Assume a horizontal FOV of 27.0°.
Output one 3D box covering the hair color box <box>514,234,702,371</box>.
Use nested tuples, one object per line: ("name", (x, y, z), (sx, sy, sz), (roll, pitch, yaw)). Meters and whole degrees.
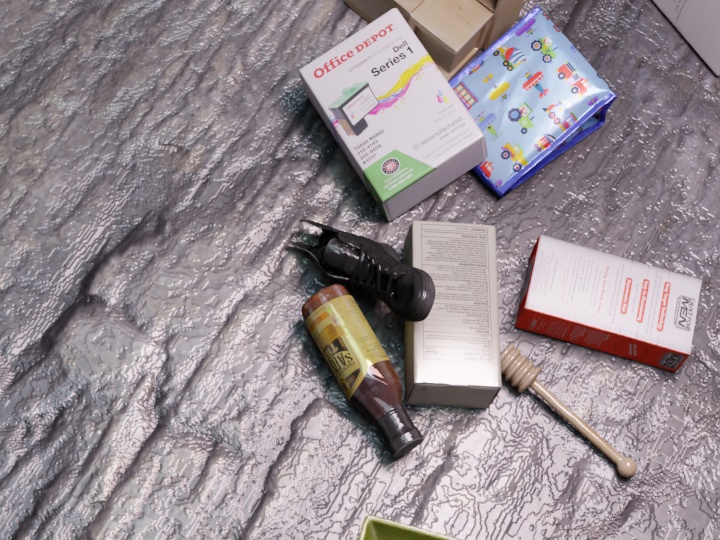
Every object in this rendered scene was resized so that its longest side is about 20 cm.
("hair color box", (0.288, 0.038, 1.746), (0.198, 0.061, 0.102), (16, 64, 1))

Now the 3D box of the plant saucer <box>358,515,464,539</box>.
("plant saucer", (0.075, 0.380, 1.567), (0.198, 0.048, 0.202), (15, 64, 0))

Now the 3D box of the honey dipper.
("honey dipper", (0.233, 0.163, 1.698), (0.200, 0.038, 0.038), (43, 67, 8))

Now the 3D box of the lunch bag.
("lunch bag", (0.186, -0.195, 1.833), (0.199, 0.094, 0.151), (-37, 77, -12))

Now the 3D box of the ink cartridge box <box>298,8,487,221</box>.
("ink cartridge box", (0.038, -0.186, 1.783), (0.144, 0.084, 0.201), (-32, 73, -1))

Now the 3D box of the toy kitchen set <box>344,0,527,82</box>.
("toy kitchen set", (0.117, -0.384, 1.860), (0.180, 0.164, 0.200), (39, 66, 11))

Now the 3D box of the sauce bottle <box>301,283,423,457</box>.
("sauce bottle", (0.004, 0.112, 1.671), (0.065, 0.066, 0.201), (-25, 69, -18))

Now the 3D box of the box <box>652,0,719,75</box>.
("box", (0.502, -0.399, 1.899), (0.198, 0.201, 0.172), (-29, 70, -20))

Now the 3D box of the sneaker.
("sneaker", (0.001, -0.003, 1.685), (0.103, 0.200, 0.061), (15, 105, -27))

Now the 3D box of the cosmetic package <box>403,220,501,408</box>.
("cosmetic package", (0.103, 0.050, 1.709), (0.104, 0.071, 0.202), (5, 65, -6))
